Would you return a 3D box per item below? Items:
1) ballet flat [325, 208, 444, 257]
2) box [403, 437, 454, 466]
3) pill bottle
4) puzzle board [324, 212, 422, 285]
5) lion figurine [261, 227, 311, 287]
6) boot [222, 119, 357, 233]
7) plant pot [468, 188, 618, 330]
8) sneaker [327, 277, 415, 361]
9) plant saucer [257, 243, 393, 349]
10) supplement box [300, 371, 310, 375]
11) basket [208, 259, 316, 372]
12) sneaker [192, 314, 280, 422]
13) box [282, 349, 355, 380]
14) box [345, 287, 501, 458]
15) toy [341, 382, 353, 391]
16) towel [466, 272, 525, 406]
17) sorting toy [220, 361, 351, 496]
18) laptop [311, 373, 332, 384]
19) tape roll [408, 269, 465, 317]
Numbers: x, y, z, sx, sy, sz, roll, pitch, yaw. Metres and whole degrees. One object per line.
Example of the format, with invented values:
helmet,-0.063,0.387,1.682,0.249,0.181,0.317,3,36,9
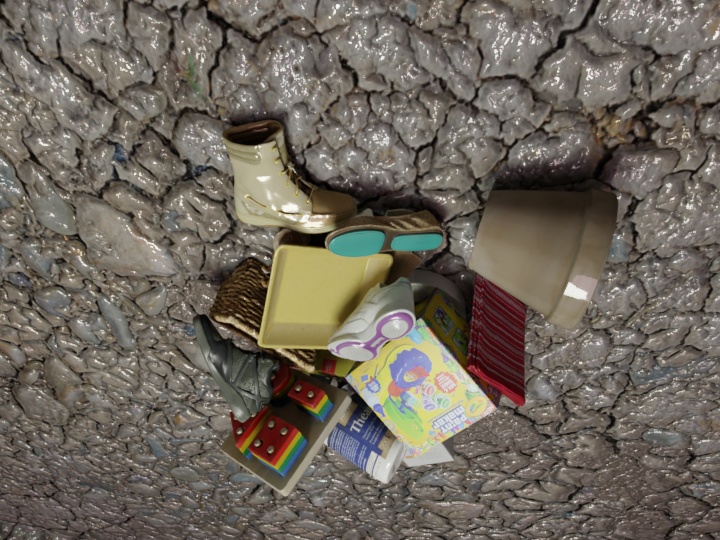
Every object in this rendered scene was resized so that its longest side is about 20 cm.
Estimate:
ballet flat,0.034,-0.063,0.847,0.194,0.067,0.071,-2,143,-21
box,0.129,0.363,1.275,0.121,0.099,0.201,-16,132,23
pill bottle,-0.007,0.302,1.041,0.196,0.111,0.113,26,141,20
puzzle board,0.000,0.000,0.951,0.149,0.018,0.201,33,130,-1
lion figurine,-0.097,0.013,0.956,0.121,0.073,0.201,-30,123,17
boot,-0.102,-0.140,0.813,0.194,0.074,0.158,6,135,6
plant pot,0.256,-0.037,0.801,0.169,0.202,0.203,18,138,12
sneaker,0.021,0.083,0.894,0.074,0.102,0.198,32,134,-28
plant saucer,-0.064,0.039,0.910,0.194,0.049,0.204,4,124,-21
supplement box,-0.153,0.325,1.160,0.071,0.128,0.204,8,131,2
basket,-0.185,0.109,1.021,0.198,0.152,0.141,36,130,-28
sneaker,-0.214,0.151,0.966,0.203,0.113,0.076,59,168,0
box,-0.056,0.190,1.108,0.195,0.052,0.075,7,163,23
box,0.116,0.180,0.955,0.193,0.122,0.200,47,122,-1
toy,-0.038,0.319,1.191,0.046,0.118,0.200,-16,166,-15
towel,0.238,0.110,0.926,0.143,0.204,0.022,36,140,-28
sorting toy,-0.149,0.265,0.991,0.196,0.201,0.070,10,142,43
laptop,-0.162,0.296,1.238,0.172,0.106,0.201,12,150,-5
tape roll,0.101,0.081,1.034,0.196,0.038,0.206,3,136,3
